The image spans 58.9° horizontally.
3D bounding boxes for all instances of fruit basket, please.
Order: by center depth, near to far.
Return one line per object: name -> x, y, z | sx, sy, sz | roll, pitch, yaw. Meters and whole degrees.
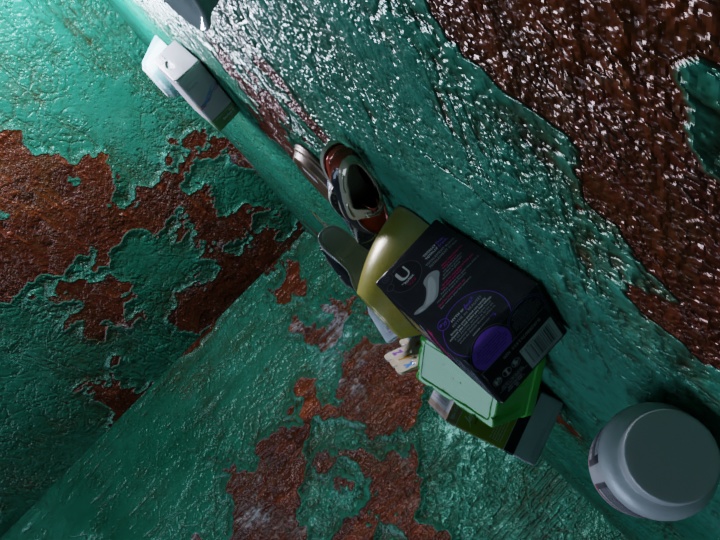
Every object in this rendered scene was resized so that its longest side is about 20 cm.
fruit basket -> 0.216, 0.148, 1.062 | 0.215, 0.213, 0.157 | 42, 138, 46

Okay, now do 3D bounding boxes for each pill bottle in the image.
pill bottle -> 0.298, 0.196, 0.653 | 0.111, 0.111, 0.200 | 44, 176, 24

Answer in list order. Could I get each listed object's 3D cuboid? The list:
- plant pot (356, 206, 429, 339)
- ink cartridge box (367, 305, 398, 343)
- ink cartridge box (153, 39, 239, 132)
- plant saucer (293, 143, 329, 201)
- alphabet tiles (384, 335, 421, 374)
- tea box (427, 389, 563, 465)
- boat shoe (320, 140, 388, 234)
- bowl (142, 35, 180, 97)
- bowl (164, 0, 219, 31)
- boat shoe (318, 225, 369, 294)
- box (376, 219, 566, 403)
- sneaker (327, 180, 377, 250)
plant pot -> 0.077, 0.021, 0.999 | 0.200, 0.142, 0.200 | 46, 177, 3
ink cartridge box -> 0.054, 0.043, 1.363 | 0.201, 0.057, 0.162 | 55, -152, 9
ink cartridge box -> -0.428, -0.482, 1.670 | 0.145, 0.088, 0.200 | 43, 177, 35
plant saucer -> -0.078, -0.188, 1.370 | 0.200, 0.029, 0.200 | 47, 177, 3
alphabet tiles -> 0.150, 0.154, 1.285 | 0.200, 0.194, 0.015 | -147, 34, -73
tea box -> 0.260, 0.263, 1.271 | 0.195, 0.135, 0.200 | 27, 177, -2
boat shoe -> 0.003, -0.114, 0.975 | 0.062, 0.071, 0.200 | 39, 169, 38
bowl -> -0.613, -0.629, 2.021 | 0.201, 0.105, 0.201 | 46, 177, 3
bowl -> -0.171, -0.314, 0.535 | 0.201, 0.090, 0.201 | 46, 177, 3
boat shoe -> 0.000, 0.000, 1.134 | 0.201, 0.075, 0.061 | 52, 169, 27
box -> 0.131, 0.044, 0.787 | 0.106, 0.122, 0.200 | 47, 177, -39
sneaker -> 0.002, -0.102, 1.177 | 0.201, 0.077, 0.085 | 57, 180, -34
